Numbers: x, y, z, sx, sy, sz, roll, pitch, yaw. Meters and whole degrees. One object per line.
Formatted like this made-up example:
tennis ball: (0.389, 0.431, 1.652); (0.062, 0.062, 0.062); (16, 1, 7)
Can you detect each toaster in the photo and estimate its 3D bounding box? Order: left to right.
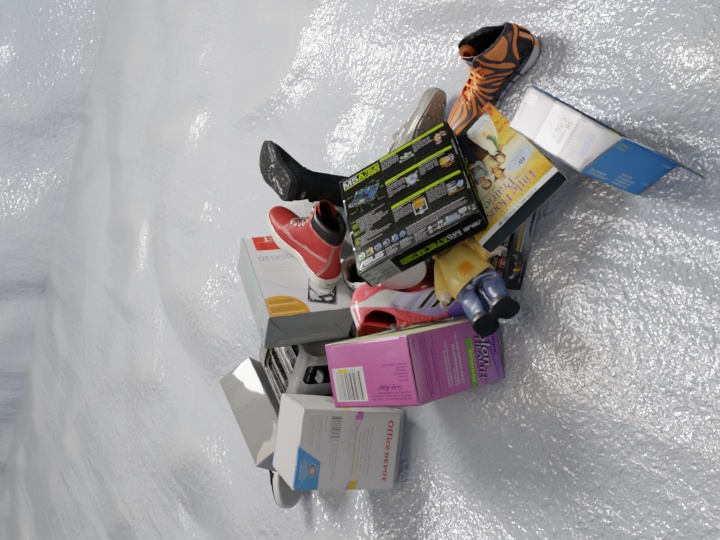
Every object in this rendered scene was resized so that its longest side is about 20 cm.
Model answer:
toaster: (-0.097, 0.149, 1.255); (0.201, 0.118, 0.182); (58, 140, 38)

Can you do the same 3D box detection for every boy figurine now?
boy figurine: (0.154, -0.004, 0.978); (0.124, 0.064, 0.201); (-40, 49, 16)

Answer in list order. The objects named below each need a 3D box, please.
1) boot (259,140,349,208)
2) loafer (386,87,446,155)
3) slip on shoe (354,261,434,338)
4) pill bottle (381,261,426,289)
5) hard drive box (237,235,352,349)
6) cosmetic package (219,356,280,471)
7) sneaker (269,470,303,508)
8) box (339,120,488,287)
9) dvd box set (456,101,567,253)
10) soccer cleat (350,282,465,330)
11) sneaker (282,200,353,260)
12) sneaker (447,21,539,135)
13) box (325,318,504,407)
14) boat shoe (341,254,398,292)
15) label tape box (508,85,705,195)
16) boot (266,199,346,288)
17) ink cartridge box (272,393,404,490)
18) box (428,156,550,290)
boot: (-0.074, -0.172, 1.255); (0.165, 0.198, 0.066); (59, 135, 39)
loafer: (0.085, -0.229, 1.178); (0.070, 0.070, 0.201); (43, 116, 35)
slip on shoe: (0.060, 0.066, 1.155); (0.200, 0.074, 0.062); (-44, 57, 30)
pill bottle: (0.060, -0.072, 1.102); (0.111, 0.110, 0.201); (-42, 34, 36)
hard drive box: (-0.118, 0.030, 1.188); (0.201, 0.154, 0.077); (-118, 32, -41)
cosmetic package: (-0.178, 0.275, 1.285); (0.090, 0.107, 0.201); (-35, 55, 8)
sneaker: (-0.164, 0.377, 1.361); (0.112, 0.073, 0.202); (-28, 55, 47)
box: (0.071, -0.100, 0.999); (0.199, 0.047, 0.194); (-28, 47, 19)
dvd box set: (0.188, -0.139, 0.981); (0.146, 0.029, 0.201); (-46, 42, 18)
soccer cleat: (0.082, 0.062, 1.043); (0.067, 0.198, 0.077); (103, 168, -48)
sneaker: (-0.043, -0.101, 1.299); (0.199, 0.116, 0.074); (34, 149, 14)
sneaker: (0.177, -0.301, 1.051); (0.201, 0.111, 0.078); (-54, 47, 28)
box: (0.081, 0.135, 1.006); (0.175, 0.199, 0.098); (-13, 86, 46)
boat shoe: (0.000, 0.000, 1.163); (0.071, 0.069, 0.200); (-53, 24, -4)
label tape box: (0.305, -0.150, 0.850); (0.200, 0.143, 0.064); (48, 118, 43)
boot: (-0.091, -0.085, 1.156); (0.200, 0.072, 0.145); (45, 142, 33)
ink cartridge box: (-0.030, 0.287, 1.134); (0.125, 0.198, 0.130); (-176, 94, -67)
box: (0.194, -0.085, 1.040); (0.158, 0.048, 0.202); (17, 96, 49)
